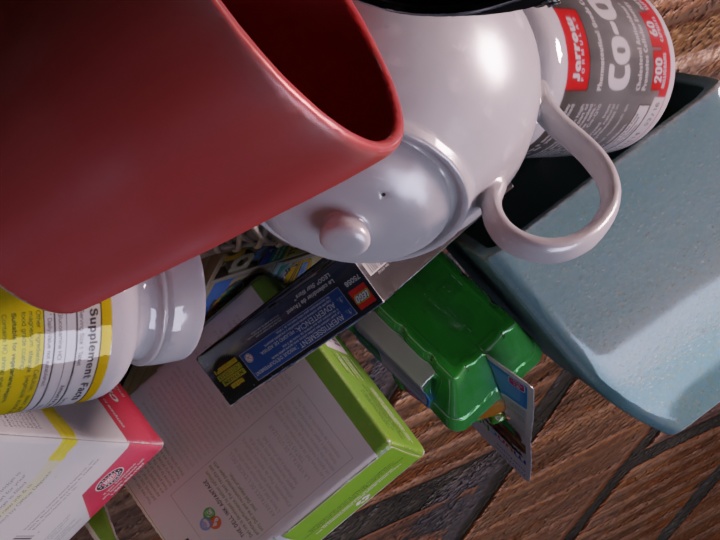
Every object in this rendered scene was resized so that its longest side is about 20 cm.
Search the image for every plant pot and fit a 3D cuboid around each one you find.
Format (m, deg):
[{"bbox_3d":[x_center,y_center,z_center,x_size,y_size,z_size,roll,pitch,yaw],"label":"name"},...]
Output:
[{"bbox_3d":[-0.106,-0.085,0.957,0.177,0.201,0.200,-36,160,18],"label":"plant pot"},{"bbox_3d":[0.195,-0.003,1.452,0.196,0.200,0.196,-37,-167,-4],"label":"plant pot"}]

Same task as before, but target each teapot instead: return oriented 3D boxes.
[{"bbox_3d":[0.005,-0.070,1.095,0.200,0.146,0.197,-21,136,32],"label":"teapot"}]

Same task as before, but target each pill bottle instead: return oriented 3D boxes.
[{"bbox_3d":[0.099,-0.126,1.275,0.200,0.114,0.114,-7,143,-53],"label":"pill bottle"},{"bbox_3d":[-0.186,0.017,1.065,0.199,0.113,0.113,-8,145,-32],"label":"pill bottle"}]

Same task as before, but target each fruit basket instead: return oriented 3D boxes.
[{"bbox_3d":[0.052,0.063,1.483,0.094,0.185,0.200,-39,160,-18],"label":"fruit basket"}]

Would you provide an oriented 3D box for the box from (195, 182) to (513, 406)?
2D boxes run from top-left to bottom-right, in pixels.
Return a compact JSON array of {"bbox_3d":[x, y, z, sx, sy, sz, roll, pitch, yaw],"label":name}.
[{"bbox_3d":[0.000,0.000,1.281,0.137,0.040,0.200,-34,-177,35],"label":"box"}]

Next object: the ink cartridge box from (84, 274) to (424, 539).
[{"bbox_3d":[-0.084,0.124,1.371,0.200,0.148,0.076,-41,160,9],"label":"ink cartridge box"}]

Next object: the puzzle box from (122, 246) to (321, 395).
[{"bbox_3d":[-0.078,0.018,1.405,0.133,0.025,0.200,-20,152,-41],"label":"puzzle box"}]

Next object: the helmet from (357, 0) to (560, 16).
[{"bbox_3d":[0.059,-0.210,0.938,0.200,0.200,0.191,-54,175,34],"label":"helmet"}]

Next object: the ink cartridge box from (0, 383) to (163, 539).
[{"bbox_3d":[-0.239,0.120,1.274,0.145,0.083,0.200,-43,158,14],"label":"ink cartridge box"}]

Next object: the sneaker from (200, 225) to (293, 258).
[{"bbox_3d":[-0.054,-0.040,1.246,0.200,0.087,0.075,-33,160,-10],"label":"sneaker"}]
